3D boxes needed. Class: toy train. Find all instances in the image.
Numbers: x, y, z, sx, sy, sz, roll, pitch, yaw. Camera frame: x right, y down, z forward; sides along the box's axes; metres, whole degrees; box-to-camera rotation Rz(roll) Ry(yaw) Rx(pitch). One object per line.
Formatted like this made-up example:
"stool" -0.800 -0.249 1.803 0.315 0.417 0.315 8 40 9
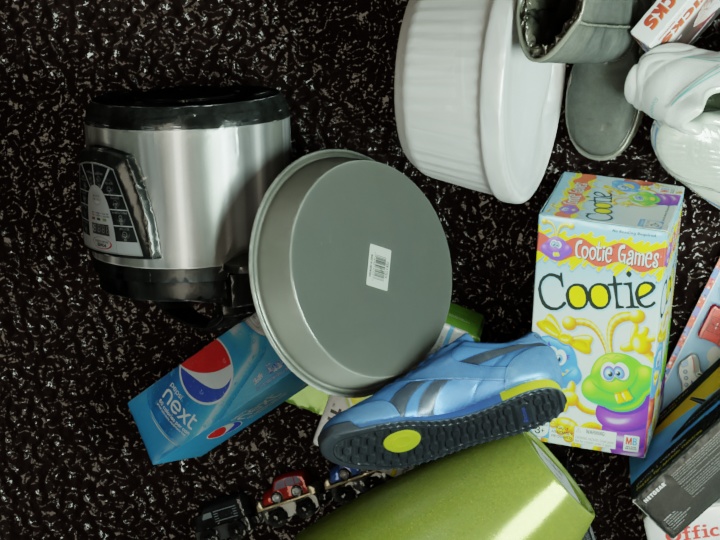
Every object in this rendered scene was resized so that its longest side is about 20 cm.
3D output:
"toy train" -0.060 0.202 1.542 0.200 0.034 0.046 -20 86 13

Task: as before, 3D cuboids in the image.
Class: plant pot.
"plant pot" 0.082 0.222 1.377 0.200 0.187 0.187 -41 93 7

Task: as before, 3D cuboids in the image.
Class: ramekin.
"ramekin" 0.096 -0.157 1.361 0.094 0.202 0.203 7 103 20

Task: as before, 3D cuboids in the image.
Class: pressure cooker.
"pressure cooker" -0.138 -0.050 1.426 0.178 0.176 0.200 0 103 7

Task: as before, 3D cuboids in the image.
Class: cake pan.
"cake pan" 0.000 0.000 1.357 0.037 0.200 0.201 -9 103 47

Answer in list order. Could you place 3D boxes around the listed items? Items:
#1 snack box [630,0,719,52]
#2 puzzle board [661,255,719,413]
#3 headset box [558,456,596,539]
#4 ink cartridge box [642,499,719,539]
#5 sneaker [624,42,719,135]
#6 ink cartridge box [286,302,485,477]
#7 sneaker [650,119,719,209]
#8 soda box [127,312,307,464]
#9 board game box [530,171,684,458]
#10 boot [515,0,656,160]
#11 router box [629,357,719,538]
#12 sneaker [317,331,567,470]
"snack box" 0.294 -0.249 1.353 0.024 0.072 0.200 43 98 25
"puzzle board" 0.351 0.068 1.455 0.150 0.017 0.200 24 105 3
"headset box" 0.110 0.268 1.506 0.200 0.077 0.149 -17 99 11
"ink cartridge box" 0.330 0.273 1.462 0.146 0.084 0.200 -10 103 12
"sneaker" 0.311 -0.149 1.351 0.200 0.080 0.071 -19 133 -18
"ink cartridge box" -0.011 0.077 1.484 0.200 0.076 0.148 21 104 3
"sneaker" 0.323 -0.069 1.403 0.200 0.073 0.072 39 115 -7
"soda box" -0.105 0.093 1.471 0.200 0.068 0.064 -36 72 31
"board game box" 0.200 0.035 1.401 0.103 0.105 0.200 8 115 16
"boot" 0.175 -0.169 1.335 0.072 0.200 0.182 8 101 18
"router box" 0.304 0.112 1.387 0.051 0.149 0.200 44 104 -3
"sneaker" 0.060 0.099 1.347 0.200 0.079 0.066 -15 143 -3
